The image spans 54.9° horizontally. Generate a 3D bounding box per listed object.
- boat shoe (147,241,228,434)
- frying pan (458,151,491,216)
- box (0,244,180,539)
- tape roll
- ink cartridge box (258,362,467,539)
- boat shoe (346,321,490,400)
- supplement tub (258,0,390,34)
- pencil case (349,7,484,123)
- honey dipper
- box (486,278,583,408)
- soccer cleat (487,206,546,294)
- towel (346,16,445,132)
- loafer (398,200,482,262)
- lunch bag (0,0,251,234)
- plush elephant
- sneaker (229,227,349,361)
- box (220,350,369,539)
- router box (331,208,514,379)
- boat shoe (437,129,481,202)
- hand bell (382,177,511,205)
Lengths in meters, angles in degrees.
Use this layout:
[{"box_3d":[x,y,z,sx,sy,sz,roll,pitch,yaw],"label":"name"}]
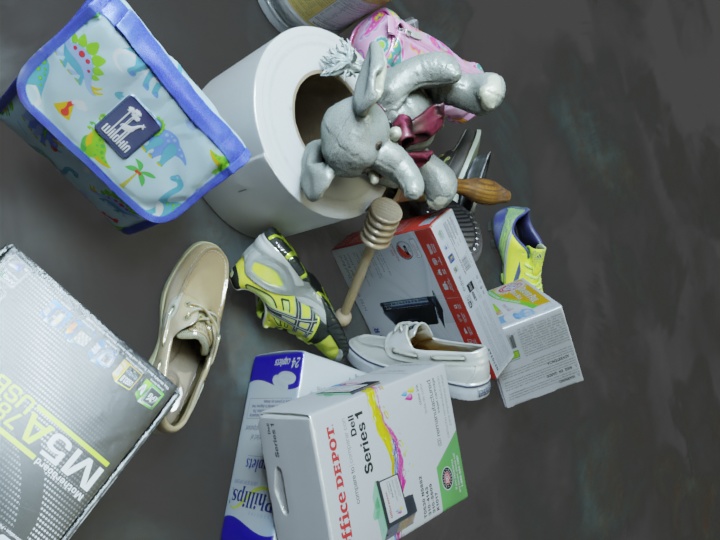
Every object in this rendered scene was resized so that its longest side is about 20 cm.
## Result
[{"box_3d":[-0.170,0.064,0.699,0.071,0.064,0.205,32,62,-35],"label":"boat shoe"},{"box_3d":[0.162,-0.098,1.003,0.191,0.030,0.118,74,35,-72],"label":"frying pan"},{"box_3d":[-0.280,0.114,0.562,0.199,0.047,0.194,43,52,-8],"label":"box"},{"box_3d":[-0.075,-0.147,0.777,0.199,0.137,0.209,10,76,-43],"label":"tape roll"},{"box_3d":[0.008,0.188,0.692,0.197,0.083,0.149,-11,91,-44],"label":"ink cartridge box"},{"box_3d":[0.065,0.093,0.825,0.070,0.196,0.072,-19,114,-47],"label":"boat shoe"},{"box_3d":[-0.025,-0.370,0.820,0.143,0.197,0.150,9,76,-41],"label":"supplement tub"},{"box_3d":[0.076,-0.251,0.865,0.197,0.086,0.090,14,73,-43],"label":"pencil case"},{"box_3d":[0.000,0.000,0.807,0.037,0.202,0.039,11,46,-12],"label":"honey dipper"},{"box_3d":[0.216,0.092,0.963,0.110,0.200,0.104,-20,99,2],"label":"box"},{"box_3d":[0.268,-0.005,1.120,0.064,0.082,0.205,-27,102,-42],"label":"soccer cleat"},{"box_3d":[0.028,-0.233,0.927,0.199,0.084,0.169,-39,110,-40],"label":"towel"},{"box_3d":[0.094,-0.061,0.911,0.071,0.202,0.072,-5,130,-23],"label":"loafer"},{"box_3d":[-0.204,-0.134,0.608,0.170,0.197,0.129,47,54,-28],"label":"lunch bag"},{"box_3d":[0.025,-0.132,0.671,0.197,0.166,0.156,31,44,-3],"label":"plush elephant"},{"box_3d":[-0.078,0.040,0.798,0.075,0.076,0.202,-34,126,0],"label":"sneaker"},{"box_3d":[-0.042,0.213,0.770,0.181,0.103,0.206,25,66,-38],"label":"box"},{"box_3d":[0.075,0.039,0.861,0.049,0.177,0.204,-38,108,-39],"label":"router box"},{"box_3d":[0.128,-0.136,1.019,0.072,0.059,0.205,89,21,-58],"label":"boat shoe"},{"box_3d":[0.108,-0.108,0.865,0.195,0.103,0.108,8,77,-30],"label":"hand bell"}]
